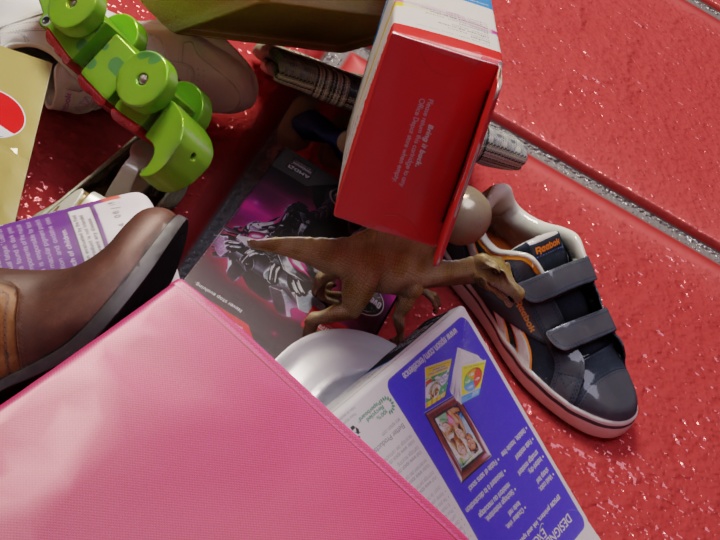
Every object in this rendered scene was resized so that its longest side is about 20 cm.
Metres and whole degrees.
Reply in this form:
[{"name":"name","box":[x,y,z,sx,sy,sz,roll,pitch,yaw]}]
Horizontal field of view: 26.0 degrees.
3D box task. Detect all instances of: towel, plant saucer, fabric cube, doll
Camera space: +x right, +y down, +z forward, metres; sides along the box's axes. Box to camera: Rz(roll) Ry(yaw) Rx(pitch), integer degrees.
[{"name":"towel","box":[0.014,-0.121,1.158,0.192,0.035,0.200,18,9,-11]},{"name":"plant saucer","box":[-0.036,-0.186,1.057,0.199,0.200,0.049,3,87,-31]},{"name":"fabric cube","box":[-0.106,0.167,0.718,0.196,0.200,0.199,41,42,9]},{"name":"doll","box":[0.027,-0.068,1.087,0.136,0.049,0.200,22,7,-39]}]

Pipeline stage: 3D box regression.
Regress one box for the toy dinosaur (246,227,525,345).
[{"name":"toy dinosaur","box":[0.000,0.000,0.954,0.199,0.101,0.058,8,47,-29]}]

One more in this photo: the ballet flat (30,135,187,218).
[{"name":"ballet flat","box":[-0.167,-0.040,0.999,0.067,0.062,0.200,32,40,0]}]

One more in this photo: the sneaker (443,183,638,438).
[{"name":"sneaker","box":[0.133,0.025,1.109,0.078,0.080,0.200,-21,64,-45]}]

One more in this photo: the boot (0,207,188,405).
[{"name":"boot","box":[-0.208,-0.010,0.763,0.200,0.068,0.188,42,85,9]}]

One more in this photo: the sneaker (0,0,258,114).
[{"name":"sneaker","box":[-0.172,-0.139,1.106,0.199,0.075,0.100,17,55,-10]}]

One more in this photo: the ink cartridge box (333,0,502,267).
[{"name":"ink cartridge box","box":[0.033,-0.094,0.920,0.067,0.117,0.200,16,22,-4]}]

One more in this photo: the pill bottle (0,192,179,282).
[{"name":"pill bottle","box":[-0.197,0.034,0.834,0.199,0.112,0.112,-15,54,-14]}]

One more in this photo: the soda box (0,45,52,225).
[{"name":"soda box","box":[-0.242,-0.055,0.963,0.064,0.068,0.200,17,42,-17]}]

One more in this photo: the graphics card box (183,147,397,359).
[{"name":"graphics card box","box":[-0.043,0.013,1.032,0.125,0.051,0.200,32,39,1]}]

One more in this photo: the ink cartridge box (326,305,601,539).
[{"name":"ink cartridge box","box":[0.048,0.149,0.890,0.198,0.043,0.200,-36,95,-48]}]

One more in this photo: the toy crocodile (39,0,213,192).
[{"name":"toy crocodile","box":[-0.158,-0.130,1.014,0.200,0.062,0.067,48,4,25]}]

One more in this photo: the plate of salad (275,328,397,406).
[{"name":"plate of salad","box":[0.003,0.133,0.921,0.200,0.048,0.201,22,56,-36]}]
